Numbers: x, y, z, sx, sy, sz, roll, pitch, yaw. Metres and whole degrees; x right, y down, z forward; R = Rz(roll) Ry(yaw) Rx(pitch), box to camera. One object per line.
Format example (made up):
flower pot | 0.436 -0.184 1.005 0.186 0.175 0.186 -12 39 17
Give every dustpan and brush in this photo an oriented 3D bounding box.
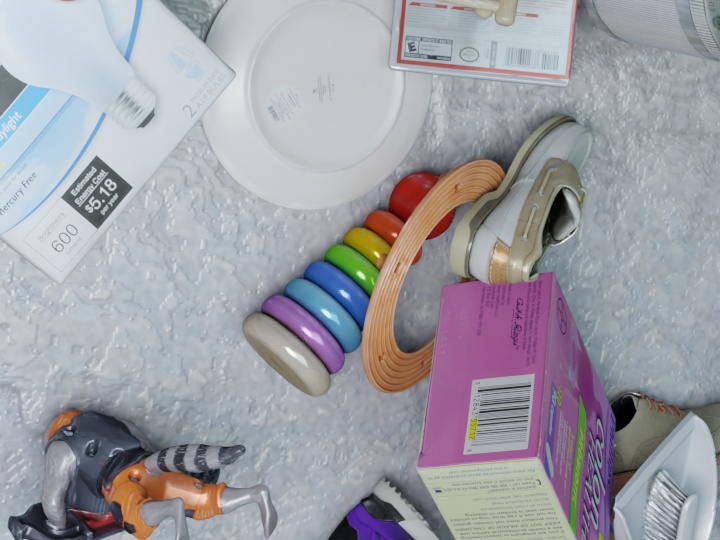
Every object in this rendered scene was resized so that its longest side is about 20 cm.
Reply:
dustpan and brush | 0.269 0.239 1.481 0.139 0.057 0.201 -40 139 -38

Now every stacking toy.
stacking toy | 0.000 0.000 1.374 0.200 0.085 0.085 -49 117 -12

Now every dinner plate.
dinner plate | -0.029 -0.144 1.352 0.199 0.024 0.201 -6 105 -22

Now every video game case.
video game case | 0.101 -0.248 1.346 0.142 0.017 0.201 5 93 -3

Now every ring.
ring | 0.057 0.003 1.375 0.200 0.019 0.201 -44 148 -36

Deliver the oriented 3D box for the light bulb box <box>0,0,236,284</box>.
light bulb box | -0.232 -0.136 1.202 0.200 0.125 0.199 42 84 -28

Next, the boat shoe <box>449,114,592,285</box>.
boat shoe | 0.145 -0.051 1.387 0.200 0.068 0.075 -50 149 -39

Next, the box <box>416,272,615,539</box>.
box | 0.128 0.135 1.372 0.096 0.177 0.200 -7 137 20

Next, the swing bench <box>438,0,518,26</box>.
swing bench | 0.028 -0.295 1.250 0.198 0.130 0.201 10 100 -5

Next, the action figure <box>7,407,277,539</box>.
action figure | -0.152 0.144 1.291 0.200 0.193 0.105 -20 121 -53

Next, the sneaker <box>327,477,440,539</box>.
sneaker | 0.036 0.258 1.389 0.099 0.200 0.070 -36 128 -9

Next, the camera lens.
camera lens | 0.277 -0.246 1.358 0.159 0.200 0.161 -15 115 -37

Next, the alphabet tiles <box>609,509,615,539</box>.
alphabet tiles | 0.254 0.301 1.511 0.015 0.201 0.195 -32 163 24

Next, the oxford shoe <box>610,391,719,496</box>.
oxford shoe | 0.263 0.141 1.533 0.199 0.071 0.074 -16 106 -21
